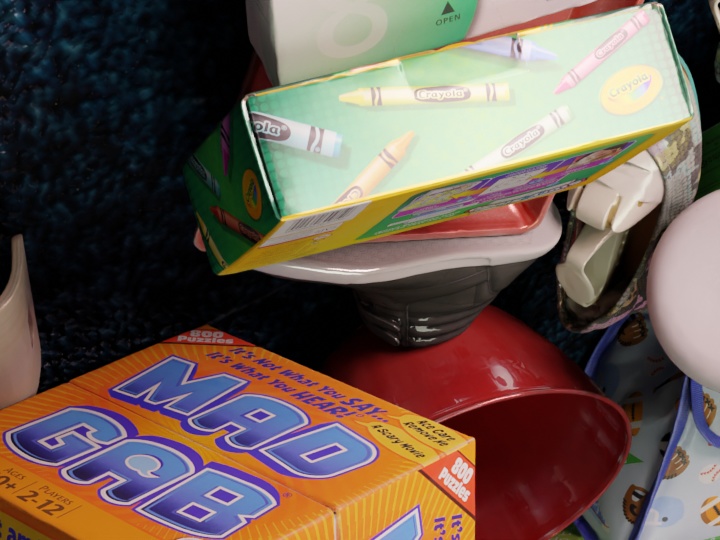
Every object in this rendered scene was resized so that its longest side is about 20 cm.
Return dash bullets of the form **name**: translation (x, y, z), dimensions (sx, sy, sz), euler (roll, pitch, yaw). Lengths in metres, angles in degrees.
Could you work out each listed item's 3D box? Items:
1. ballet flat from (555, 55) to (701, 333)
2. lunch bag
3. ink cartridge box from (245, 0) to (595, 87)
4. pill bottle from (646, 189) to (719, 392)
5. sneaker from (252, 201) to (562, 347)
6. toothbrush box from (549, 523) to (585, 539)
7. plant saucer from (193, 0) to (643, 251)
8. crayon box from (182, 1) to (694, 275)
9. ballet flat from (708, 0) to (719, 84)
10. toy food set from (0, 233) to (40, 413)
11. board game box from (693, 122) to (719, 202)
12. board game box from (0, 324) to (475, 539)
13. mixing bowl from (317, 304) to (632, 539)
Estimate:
- **ballet flat**: translation (0.136, -0.032, 1.244), dimensions (0.071, 0.069, 0.200), euler (-42, 154, -30)
- **lunch bag**: translation (0.231, 0.082, 1.446), dimensions (0.169, 0.124, 0.201), euler (-1, 125, -32)
- **ink cartridge box**: translation (0.027, -0.180, 0.961), dimensions (0.160, 0.050, 0.200), euler (-18, 137, -15)
- **pill bottle**: translation (0.224, 0.018, 1.257), dimensions (0.109, 0.109, 0.200), euler (-33, 166, 13)
- **sneaker**: translation (0.000, 0.000, 1.218), dimensions (0.199, 0.071, 0.099), euler (-1, 145, -28)
- **toothbrush box**: translation (0.062, 0.222, 1.427), dimensions (0.145, 0.086, 0.200), euler (-6, -169, 14)
- **plant saucer**: translation (0.028, -0.098, 1.110), dimensions (0.199, 0.037, 0.200), euler (-3, 134, -29)
- **crayon box**: translation (0.032, -0.057, 1.040), dimensions (0.199, 0.058, 0.119), euler (-15, 173, -19)
- **ballet flat**: translation (0.205, -0.150, 1.142), dimensions (0.074, 0.074, 0.200), euler (-19, 145, -9)
- **toy food set**: translation (-0.254, 0.046, 1.141), dimensions (0.199, 0.061, 0.144), euler (-16, 158, -11)
- **board game box**: translation (0.276, -0.069, 1.272), dimensions (0.199, 0.040, 0.153), euler (-8, 170, -24)
- **board game box**: translation (-0.080, 0.174, 1.180), dimensions (0.200, 0.200, 0.201), euler (-23, 122, -40)
- **mixing bowl**: translation (0.042, 0.087, 1.332), dimensions (0.199, 0.109, 0.200), euler (-18, 148, -11)
